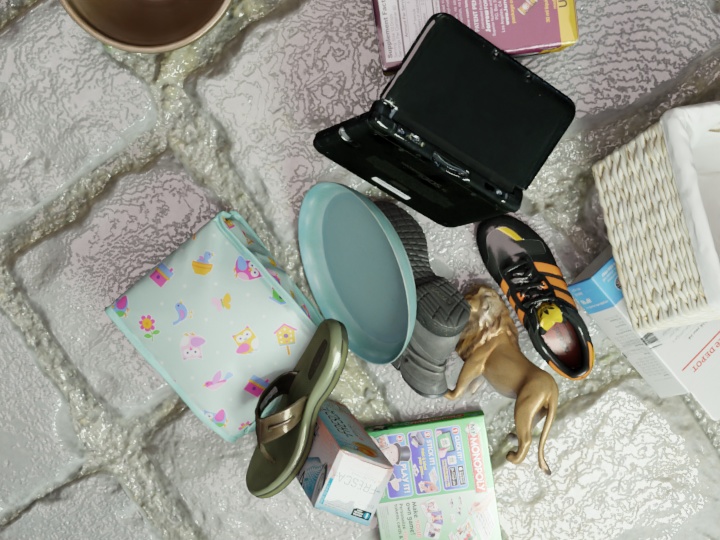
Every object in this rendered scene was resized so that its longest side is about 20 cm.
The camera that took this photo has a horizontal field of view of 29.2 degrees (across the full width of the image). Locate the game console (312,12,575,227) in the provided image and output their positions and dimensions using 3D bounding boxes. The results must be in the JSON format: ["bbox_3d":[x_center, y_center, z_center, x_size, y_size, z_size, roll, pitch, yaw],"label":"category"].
[{"bbox_3d":[0.085,-0.146,1.409,0.200,0.176,0.116,29,65,-29],"label":"game console"}]

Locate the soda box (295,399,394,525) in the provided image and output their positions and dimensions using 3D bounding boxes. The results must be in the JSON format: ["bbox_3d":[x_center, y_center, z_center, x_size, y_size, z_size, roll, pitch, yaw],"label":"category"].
[{"bbox_3d":[-0.031,0.190,1.432,0.064,0.200,0.068,22,96,-18],"label":"soda box"}]

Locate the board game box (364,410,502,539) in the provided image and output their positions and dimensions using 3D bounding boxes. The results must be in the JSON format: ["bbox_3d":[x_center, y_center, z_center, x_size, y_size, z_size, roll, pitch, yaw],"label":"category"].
[{"bbox_3d":[0.084,0.263,1.525,0.134,0.029,0.200,-8,96,1],"label":"board game box"}]

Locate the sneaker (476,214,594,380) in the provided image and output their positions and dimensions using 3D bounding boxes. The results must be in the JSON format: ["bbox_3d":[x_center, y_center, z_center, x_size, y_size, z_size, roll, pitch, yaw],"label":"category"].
[{"bbox_3d":[0.192,0.027,1.466,0.070,0.090,0.200,-31,95,4],"label":"sneaker"}]

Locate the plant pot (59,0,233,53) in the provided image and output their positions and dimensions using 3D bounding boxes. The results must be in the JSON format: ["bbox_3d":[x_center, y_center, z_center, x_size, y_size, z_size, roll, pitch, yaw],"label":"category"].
[{"bbox_3d":[-0.218,-0.326,1.437,0.201,0.093,0.201,0,97,1],"label":"plant pot"}]

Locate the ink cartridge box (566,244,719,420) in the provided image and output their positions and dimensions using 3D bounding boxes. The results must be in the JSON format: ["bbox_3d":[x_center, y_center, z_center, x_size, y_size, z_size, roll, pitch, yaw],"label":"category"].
[{"bbox_3d":[0.330,0.052,1.458,0.116,0.068,0.200,-42,93,-19],"label":"ink cartridge box"}]

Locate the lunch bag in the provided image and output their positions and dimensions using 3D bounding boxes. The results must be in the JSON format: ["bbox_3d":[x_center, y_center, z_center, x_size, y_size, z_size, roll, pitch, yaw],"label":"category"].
[{"bbox_3d":[-0.139,0.061,1.462,0.170,0.122,0.200,-40,92,4],"label":"lunch bag"}]

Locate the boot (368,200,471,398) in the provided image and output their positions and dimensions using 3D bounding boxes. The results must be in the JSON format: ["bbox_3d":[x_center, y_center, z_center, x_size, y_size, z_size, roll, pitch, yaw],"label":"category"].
[{"bbox_3d":[0.040,0.032,1.472,0.070,0.200,0.132,-10,141,-23],"label":"boot"}]

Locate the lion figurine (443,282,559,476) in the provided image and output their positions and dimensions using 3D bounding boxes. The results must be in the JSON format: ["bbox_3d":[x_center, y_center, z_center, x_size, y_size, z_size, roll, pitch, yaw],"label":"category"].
[{"bbox_3d":[0.158,0.111,1.456,0.200,0.072,0.123,41,109,31],"label":"lion figurine"}]

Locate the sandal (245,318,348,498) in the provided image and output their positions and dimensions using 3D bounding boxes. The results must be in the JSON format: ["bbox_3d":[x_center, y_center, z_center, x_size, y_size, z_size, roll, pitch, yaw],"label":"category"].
[{"bbox_3d":[-0.076,0.135,1.403,0.057,0.080,0.201,17,103,-30],"label":"sandal"}]

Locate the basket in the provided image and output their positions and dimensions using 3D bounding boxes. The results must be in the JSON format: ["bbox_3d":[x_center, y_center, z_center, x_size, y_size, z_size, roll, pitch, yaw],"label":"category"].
[{"bbox_3d":[0.364,-0.050,1.368,0.198,0.161,0.200,-8,77,-26],"label":"basket"}]

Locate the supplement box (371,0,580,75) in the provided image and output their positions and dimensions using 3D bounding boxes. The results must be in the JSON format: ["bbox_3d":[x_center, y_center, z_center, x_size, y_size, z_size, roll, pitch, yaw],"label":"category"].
[{"bbox_3d":[0.114,-0.265,1.416,0.200,0.131,0.103,-7,96,3],"label":"supplement box"}]

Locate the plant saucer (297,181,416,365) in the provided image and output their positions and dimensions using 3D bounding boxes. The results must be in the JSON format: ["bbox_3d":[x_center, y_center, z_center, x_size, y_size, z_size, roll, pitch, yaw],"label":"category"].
[{"bbox_3d":[0.000,0.000,1.432,0.027,0.200,0.200,-23,96,-28],"label":"plant saucer"}]
